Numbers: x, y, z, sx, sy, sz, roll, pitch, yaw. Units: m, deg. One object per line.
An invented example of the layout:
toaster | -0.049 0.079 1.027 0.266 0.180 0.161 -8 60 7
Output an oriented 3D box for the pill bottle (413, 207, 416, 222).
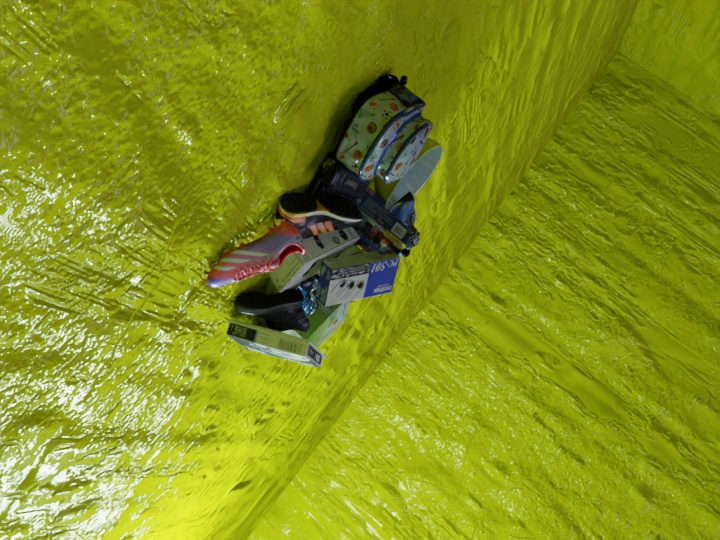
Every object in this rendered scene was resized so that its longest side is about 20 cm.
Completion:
pill bottle | 0.066 -0.138 1.789 0.113 0.111 0.199 -58 164 22

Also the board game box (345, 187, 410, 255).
board game box | 0.017 -0.104 1.629 0.062 0.198 0.200 -51 179 -24

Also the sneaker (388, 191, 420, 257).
sneaker | 0.113 -0.107 1.649 0.078 0.089 0.202 -38 156 -26

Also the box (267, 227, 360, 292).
box | -0.103 -0.037 1.500 0.198 0.061 0.117 -30 168 -46

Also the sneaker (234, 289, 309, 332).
sneaker | -0.194 0.099 1.504 0.195 0.060 0.106 -5 133 -34

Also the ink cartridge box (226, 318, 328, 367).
ink cartridge box | -0.185 0.174 1.549 0.200 0.193 0.045 58 46 -70

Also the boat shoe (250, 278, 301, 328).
boat shoe | -0.198 0.080 1.571 0.073 0.062 0.203 -33 156 -52

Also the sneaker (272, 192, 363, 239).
sneaker | -0.090 -0.104 1.389 0.196 0.071 0.091 1 138 -35

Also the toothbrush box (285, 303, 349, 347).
toothbrush box | -0.123 0.139 1.891 0.200 0.085 0.147 -45 164 -32

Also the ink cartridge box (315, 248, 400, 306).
ink cartridge box | -0.005 0.014 1.524 0.196 0.044 0.096 -10 125 -38

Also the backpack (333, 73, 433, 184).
backpack | 0.041 -0.263 1.354 0.189 0.153 0.203 -27 150 -49

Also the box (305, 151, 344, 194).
box | -0.075 -0.159 1.465 0.202 0.036 0.142 -57 165 20

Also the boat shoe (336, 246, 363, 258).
boat shoe | -0.002 0.002 1.604 0.073 0.068 0.199 -42 159 4

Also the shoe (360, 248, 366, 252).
shoe | 0.016 -0.033 1.800 0.195 0.055 0.070 -18 -178 15

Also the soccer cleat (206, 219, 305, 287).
soccer cleat | -0.196 -0.019 1.279 0.197 0.077 0.067 -33 161 -15

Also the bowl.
bowl | 0.092 -0.250 1.612 0.200 0.108 0.201 -44 167 -13

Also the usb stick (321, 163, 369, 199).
usb stick | -0.028 -0.184 1.418 0.056 0.032 0.199 -56 164 9

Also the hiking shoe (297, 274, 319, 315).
hiking shoe | -0.153 0.056 1.680 0.085 0.075 0.202 -23 152 -20
